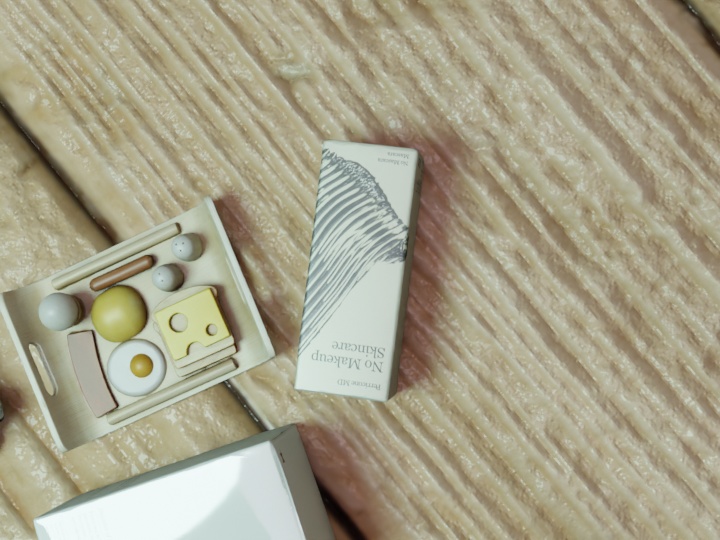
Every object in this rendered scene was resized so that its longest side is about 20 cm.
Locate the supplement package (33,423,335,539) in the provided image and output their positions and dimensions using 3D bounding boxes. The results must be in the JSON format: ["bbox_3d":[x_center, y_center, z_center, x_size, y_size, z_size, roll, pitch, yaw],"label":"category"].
[{"bbox_3d":[-0.134,0.211,0.976,0.199,0.117,0.118,-19,87,6],"label":"supplement package"}]

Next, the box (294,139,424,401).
[{"bbox_3d":[0.000,0.000,0.988,0.082,0.068,0.201,6,89,6],"label":"box"}]

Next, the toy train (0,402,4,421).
[{"bbox_3d":[-0.398,0.136,1.027,0.199,0.085,0.114,-30,77,5],"label":"toy train"}]

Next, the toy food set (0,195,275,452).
[{"bbox_3d":[-0.184,0.044,1.011,0.199,0.060,0.144,-24,87,6],"label":"toy food set"}]
